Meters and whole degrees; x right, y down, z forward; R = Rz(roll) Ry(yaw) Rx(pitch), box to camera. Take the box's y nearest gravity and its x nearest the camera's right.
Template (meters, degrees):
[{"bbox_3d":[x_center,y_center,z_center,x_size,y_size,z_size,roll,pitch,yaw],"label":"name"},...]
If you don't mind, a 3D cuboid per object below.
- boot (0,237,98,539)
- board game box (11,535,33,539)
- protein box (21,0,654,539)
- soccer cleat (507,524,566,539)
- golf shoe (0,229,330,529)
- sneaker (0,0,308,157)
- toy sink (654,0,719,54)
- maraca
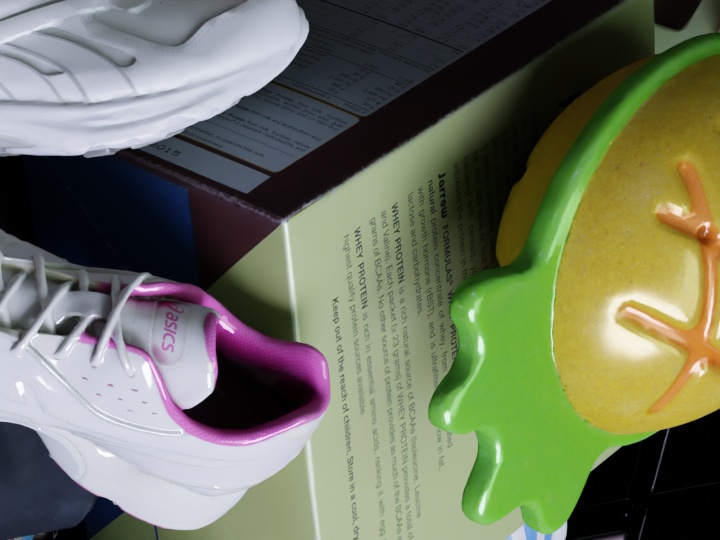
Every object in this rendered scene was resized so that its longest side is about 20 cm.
[{"bbox_3d":[-0.148,0.092,0.948,0.168,0.076,0.201,-8,84,-49],"label":"boot"},{"bbox_3d":[-0.202,0.098,1.022,0.200,0.034,0.135,-8,117,-46],"label":"board game box"},{"bbox_3d":[0.000,0.000,1.070,0.200,0.135,0.199,-34,133,-36],"label":"protein box"},{"bbox_3d":[0.056,0.142,1.305,0.086,0.070,0.201,12,101,-50],"label":"soccer cleat"},{"bbox_3d":[-0.097,0.017,0.909,0.200,0.091,0.076,24,57,-32],"label":"golf shoe"},{"bbox_3d":[-0.117,-0.082,0.929,0.199,0.078,0.100,-11,97,-9],"label":"sneaker"},{"bbox_3d":[0.174,-0.102,1.187,0.131,0.200,0.112,-59,153,-4],"label":"toy sink"},{"bbox_3d":[0.094,0.003,0.984,0.200,0.107,0.137,-45,131,-27],"label":"maraca"}]
